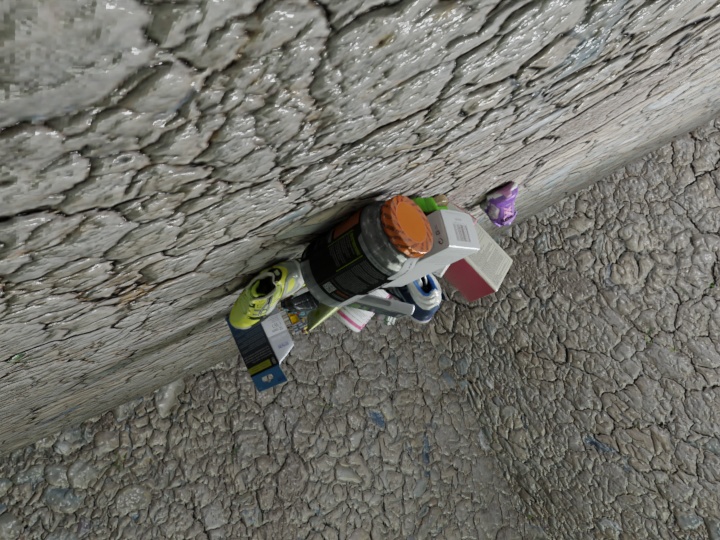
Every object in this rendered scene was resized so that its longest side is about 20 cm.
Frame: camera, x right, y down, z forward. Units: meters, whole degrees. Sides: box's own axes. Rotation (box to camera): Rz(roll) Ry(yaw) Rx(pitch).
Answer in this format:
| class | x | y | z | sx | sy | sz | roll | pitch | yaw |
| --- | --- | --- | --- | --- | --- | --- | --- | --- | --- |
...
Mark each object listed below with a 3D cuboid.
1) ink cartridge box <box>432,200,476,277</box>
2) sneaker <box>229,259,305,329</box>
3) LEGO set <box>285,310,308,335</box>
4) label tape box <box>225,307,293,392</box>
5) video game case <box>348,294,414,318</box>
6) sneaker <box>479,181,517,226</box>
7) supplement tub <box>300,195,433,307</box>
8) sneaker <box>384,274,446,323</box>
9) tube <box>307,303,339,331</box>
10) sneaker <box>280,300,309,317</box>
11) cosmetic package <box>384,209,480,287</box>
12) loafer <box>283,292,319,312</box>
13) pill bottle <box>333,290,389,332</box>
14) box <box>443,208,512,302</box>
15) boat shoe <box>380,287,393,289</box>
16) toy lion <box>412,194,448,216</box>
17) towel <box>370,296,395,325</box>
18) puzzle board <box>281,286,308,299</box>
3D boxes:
| class | x | y | z | sx | sy | sz | roll | pitch | yaw |
| --- | --- | --- | --- | --- | --- | --- | --- | --- | --- |
| ink cartridge box | 0.187 | -0.065 | 1.153 | 0.146 | 0.085 | 0.200 | -57 | 173 | 3 |
| sneaker | -0.187 | 0.042 | 0.922 | 0.200 | 0.076 | 0.076 | -41 | 159 | 30 |
| LEGO set | -0.152 | 0.128 | 1.523 | 0.153 | 0.116 | 0.200 | -24 | 174 | -14 |
| label tape box | -0.227 | 0.171 | 1.196 | 0.066 | 0.200 | 0.143 | -23 | 174 | -43 |
| video game case | 0.010 | 0.069 | 1.077 | 0.181 | 0.023 | 0.200 | 14 | 172 | -1 |
| sneaker | 0.367 | -0.162 | 1.300 | 0.080 | 0.089 | 0.200 | -24 | 173 | 1 |
| supplement tub | 0.008 | -0.029 | 0.802 | 0.200 | 0.123 | 0.122 | -29 | 173 | 38 |
| sneaker | 0.105 | 0.012 | 1.123 | 0.080 | 0.200 | 0.147 | -28 | 154 | -22 |
| tube | -0.056 | 0.066 | 1.208 | 0.200 | 0.052 | 0.058 | -40 | 163 | 14 |
| sneaker | -0.167 | 0.077 | 1.340 | 0.095 | 0.080 | 0.200 | -9 | 162 | -18 |
| cosmetic package | 0.104 | -0.034 | 0.922 | 0.102 | 0.074 | 0.200 | 3 | 159 | -46 |
| loafer | -0.132 | 0.057 | 1.156 | 0.072 | 0.073 | 0.200 | -21 | -177 | 18 |
| pill bottle | 0.015 | 0.053 | 1.338 | 0.200 | 0.113 | 0.113 | -50 | 173 | 2 |
| box | 0.281 | -0.037 | 1.343 | 0.128 | 0.200 | 0.109 | -51 | -170 | -35 |
| boat shoe | 0.000 | 0.000 | 1.122 | 0.200 | 0.063 | 0.071 | 3 | 155 | 40 |
| toy lion | 0.073 | -0.081 | 0.956 | 0.191 | 0.069 | 0.200 | -10 | 165 | -44 |
| towel | 0.047 | 0.067 | 1.414 | 0.200 | 0.031 | 0.149 | 12 | -112 | 50 |
| puzzle board | -0.079 | 0.008 | 1.043 | 0.200 | 0.017 | 0.151 | -25 | -167 | -10 |
